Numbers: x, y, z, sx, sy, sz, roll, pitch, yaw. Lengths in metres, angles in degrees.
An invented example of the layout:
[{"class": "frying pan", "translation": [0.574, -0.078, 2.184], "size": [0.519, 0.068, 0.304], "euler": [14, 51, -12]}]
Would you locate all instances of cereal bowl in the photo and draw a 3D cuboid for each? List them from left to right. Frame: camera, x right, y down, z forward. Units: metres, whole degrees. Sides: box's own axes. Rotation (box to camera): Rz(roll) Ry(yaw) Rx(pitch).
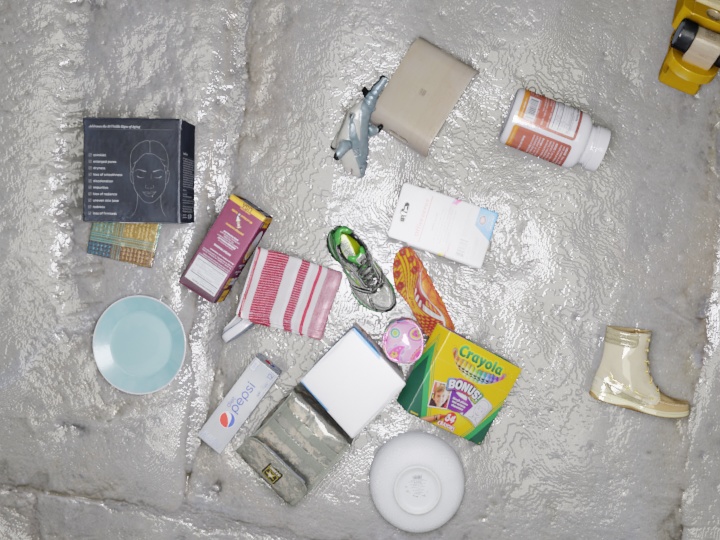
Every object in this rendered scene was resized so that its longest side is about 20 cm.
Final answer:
[{"class": "cereal bowl", "translation": [0.113, 0.430, 1.728], "size": [0.195, 0.083, 0.205], "euler": [0, 92, 4]}]

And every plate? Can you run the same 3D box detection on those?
[{"class": "plate", "translation": [-0.452, 0.152, 1.777], "size": [0.195, 0.026, 0.205], "euler": [0, 92, 2]}]

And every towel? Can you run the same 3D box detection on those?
[{"class": "towel", "translation": [-0.475, -0.120, 1.775], "size": [0.143, 0.022, 0.205], "euler": [12, 93, 2]}, {"class": "towel", "translation": [-0.138, 0.048, 1.709], "size": [0.197, 0.023, 0.147], "euler": [17, 91, -32]}]

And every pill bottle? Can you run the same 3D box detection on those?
[{"class": "pill bottle", "translation": [0.380, -0.269, 1.684], "size": [0.196, 0.112, 0.114], "euler": [22, 92, 2]}]

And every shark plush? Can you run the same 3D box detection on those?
[{"class": "shark plush", "translation": [0.006, -0.290, 1.718], "size": [0.082, 0.091, 0.204], "euler": [19, 97, -14]}]

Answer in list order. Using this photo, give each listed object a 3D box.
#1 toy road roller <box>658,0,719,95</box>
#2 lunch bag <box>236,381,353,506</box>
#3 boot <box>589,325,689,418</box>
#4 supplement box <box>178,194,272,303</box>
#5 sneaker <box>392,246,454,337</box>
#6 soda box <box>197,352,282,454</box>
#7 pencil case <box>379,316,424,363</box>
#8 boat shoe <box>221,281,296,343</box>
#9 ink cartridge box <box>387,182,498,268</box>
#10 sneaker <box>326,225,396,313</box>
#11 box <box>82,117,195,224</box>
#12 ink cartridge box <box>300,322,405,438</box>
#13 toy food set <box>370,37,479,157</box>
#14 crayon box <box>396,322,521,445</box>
[{"class": "toy road roller", "translation": [0.652, -0.440, 1.678], "size": [0.121, 0.147, 0.202], "euler": [23, 55, 2]}, {"class": "lunch bag", "translation": [-0.135, 0.353, 1.723], "size": [0.164, 0.118, 0.200], "euler": [43, 99, 1]}, {"class": "boot", "translation": [0.565, 0.198, 1.705], "size": [0.196, 0.073, 0.159], "euler": [13, 95, 8]}, {"class": "supplement box", "translation": [-0.265, -0.043, 1.720], "size": [0.085, 0.110, 0.202], "euler": [32, 93, 1]}, {"class": "sneaker", "translation": [0.123, 0.048, 1.732], "size": [0.072, 0.077, 0.203], "euler": [-29, 75, 22]}, {"class": "soda box", "translation": [-0.243, 0.267, 1.747], "size": [0.063, 0.068, 0.201], "euler": [37, 93, 0]}, {"class": "pencil case", "translation": [0.080, 0.133, 1.663], "size": [0.085, 0.200, 0.090], "euler": [0, 88, 3]}, {"class": "boat shoe", "translation": [-0.212, 0.062, 1.746], "size": [0.199, 0.074, 0.066], "euler": [-42, 86, -8]}, {"class": "ink cartridge box", "translation": [0.162, -0.090, 1.720], "size": [0.196, 0.068, 0.117], "euler": [19, 92, 2]}, {"class": "sneaker", "translation": [0.000, 0.000, 1.716], "size": [0.078, 0.085, 0.201], "euler": [-38, 90, -9]}, {"class": "box", "translation": [-0.433, -0.194, 1.697], "size": [0.195, 0.124, 0.202], "euler": [2, 94, 3]}, {"class": "ink cartridge box", "translation": [-0.011, 0.205, 1.669], "size": [0.145, 0.200, 0.147], "euler": [-45, 89, 1]}, {"class": "toy food set", "translation": [0.128, -0.349, 1.728], "size": [0.142, 0.060, 0.202], "euler": [33, 91, 13]}, {"class": "crayon box", "translation": [0.194, 0.224, 1.686], "size": [0.198, 0.058, 0.175], "euler": [27, 95, -28]}]
